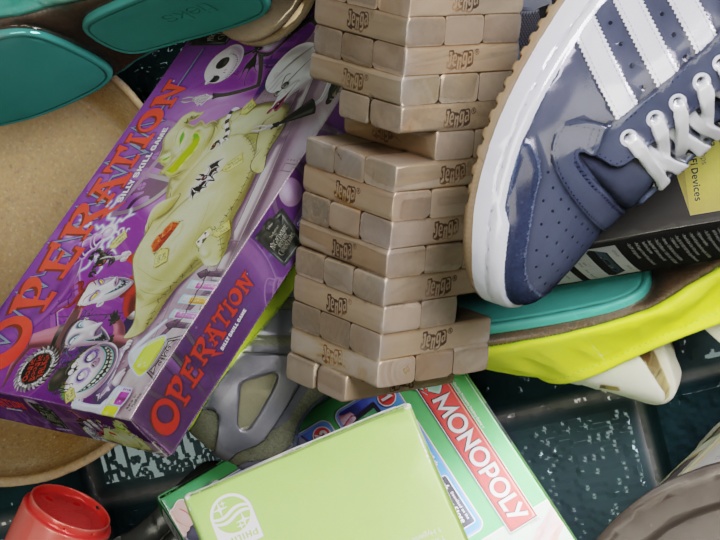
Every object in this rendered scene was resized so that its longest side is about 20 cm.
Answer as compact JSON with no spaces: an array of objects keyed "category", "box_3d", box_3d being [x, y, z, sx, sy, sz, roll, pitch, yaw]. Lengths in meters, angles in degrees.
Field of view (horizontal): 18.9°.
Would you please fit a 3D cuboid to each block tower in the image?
[{"category":"block tower","box_3d":[0.017,-0.054,0.769,0.054,0.058,0.200,20,112,48]}]

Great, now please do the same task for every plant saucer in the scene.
[{"category":"plant saucer","box_3d":[-0.156,-0.007,0.943,0.200,0.035,0.200,2,95,19]}]

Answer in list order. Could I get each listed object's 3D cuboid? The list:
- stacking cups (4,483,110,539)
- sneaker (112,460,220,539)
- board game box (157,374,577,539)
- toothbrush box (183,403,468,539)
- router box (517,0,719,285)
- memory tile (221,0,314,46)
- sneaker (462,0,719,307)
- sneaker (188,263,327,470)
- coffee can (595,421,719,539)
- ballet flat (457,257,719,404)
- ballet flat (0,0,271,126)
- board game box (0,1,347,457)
[{"category":"stacking cups","box_3d":[-0.160,0.188,0.939,0.061,0.061,0.200,31,109,13]},{"category":"sneaker","box_3d":[-0.081,0.168,0.918,0.099,0.071,0.200,34,98,12]},{"category":"board game box","box_3d":[0.028,0.141,0.853,0.135,0.029,0.200,-30,75,-12]},{"category":"toothbrush box","box_3d":[0.020,0.164,0.750,0.086,0.146,0.200,-21,73,-2]},{"category":"router box","box_3d":[0.120,-0.104,0.805,0.157,0.052,0.200,-9,74,19]},{"category":"memory tile","box_3d":[0.018,-0.178,0.829,0.200,0.017,0.153,-18,63,33]},{"category":"sneaker","box_3d":[0.119,-0.064,0.728,0.108,0.070,0.200,26,84,26]},{"category":"sneaker","box_3d":[0.000,0.000,0.857,0.081,0.074,0.200,42,82,-3]},{"category":"coffee can","box_3d":[0.161,0.122,0.763,0.146,0.200,0.146,2,96,19]},{"category":"ballet flat","box_3d":[0.126,0.014,0.841,0.200,0.067,0.067,-22,109,17]},{"category":"ballet flat","box_3d":[-0.108,-0.112,0.862,0.200,0.067,0.070,-16,58,36]},{"category":"board game box","box_3d":[-0.064,-0.024,0.831,0.120,0.032,0.200,2,54,51]}]
